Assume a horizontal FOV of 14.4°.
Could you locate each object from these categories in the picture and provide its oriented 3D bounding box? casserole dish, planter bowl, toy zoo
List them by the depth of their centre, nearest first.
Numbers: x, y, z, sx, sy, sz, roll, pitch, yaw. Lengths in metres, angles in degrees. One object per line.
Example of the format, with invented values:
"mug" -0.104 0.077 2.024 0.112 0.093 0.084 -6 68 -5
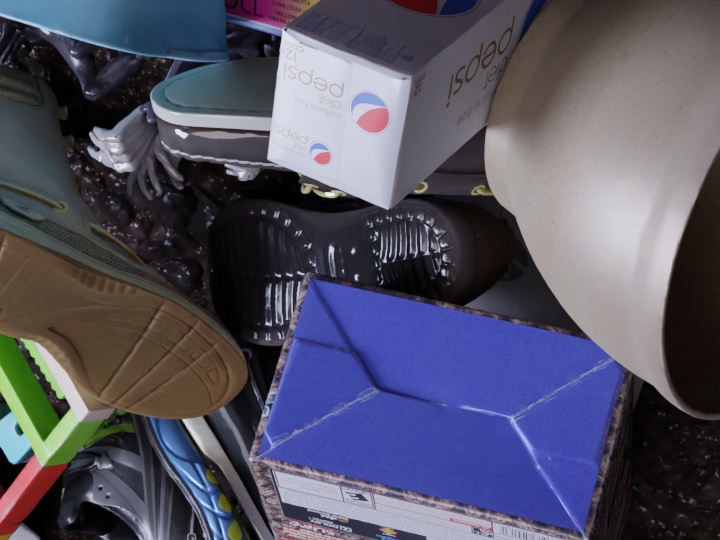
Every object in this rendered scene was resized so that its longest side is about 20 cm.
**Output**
"planter bowl" 0.141 -0.053 1.255 0.135 0.200 0.201 29 130 32
"casserole dish" -0.147 -0.138 1.292 0.200 0.121 0.039 19 102 21
"toy zoo" -0.214 0.082 1.497 0.200 0.020 0.131 -50 61 33

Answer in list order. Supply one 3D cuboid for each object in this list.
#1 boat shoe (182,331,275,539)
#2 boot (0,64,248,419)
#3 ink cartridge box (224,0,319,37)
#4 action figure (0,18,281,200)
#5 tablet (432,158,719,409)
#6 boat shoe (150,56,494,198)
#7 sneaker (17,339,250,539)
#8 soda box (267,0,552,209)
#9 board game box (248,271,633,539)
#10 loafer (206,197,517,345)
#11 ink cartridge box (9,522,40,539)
"boat shoe" -0.034 0.109 1.503 0.066 0.075 0.200 -32 98 1
"boot" -0.146 -0.019 1.434 0.200 0.156 0.073 28 119 -32
"ink cartridge box" -0.020 -0.209 1.301 0.136 0.076 0.200 16 123 16
"action figure" -0.094 -0.085 1.386 0.200 0.102 0.119 24 170 16
"tablet" 0.091 -0.002 1.408 0.130 0.014 0.200 24 126 12
"boat shoe" 0.002 -0.061 1.315 0.201 0.072 0.061 -2 120 -15
"sneaker" -0.132 0.095 1.493 0.200 0.083 0.071 56 173 26
"soda box" 0.038 -0.105 1.252 0.064 0.200 0.068 23 126 20
"board game box" 0.045 0.098 1.367 0.159 0.097 0.200 13 158 9
"loafer" 0.000 0.000 1.409 0.200 0.071 0.073 2 94 48
"ink cartridge box" -0.299 0.148 1.595 0.200 0.145 0.088 38 167 2
